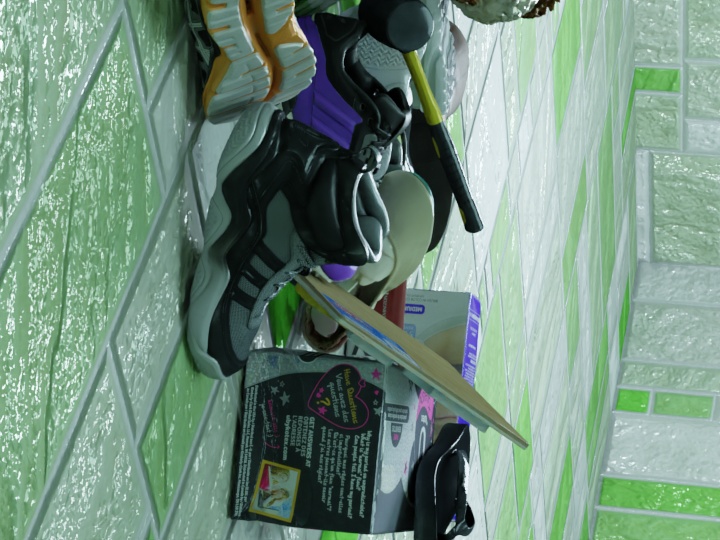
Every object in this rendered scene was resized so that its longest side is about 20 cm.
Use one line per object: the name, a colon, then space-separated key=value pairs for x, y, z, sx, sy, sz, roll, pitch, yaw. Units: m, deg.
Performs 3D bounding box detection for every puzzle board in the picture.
puzzle board: x=0.023 y=0.057 z=1.633 sx=0.017 sy=0.200 sz=0.151 roll=-52 pitch=-148 yaw=5

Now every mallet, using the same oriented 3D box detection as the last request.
mallet: x=0.056 y=-0.115 z=1.627 sx=0.201 sy=0.041 sz=0.066 roll=66 pitch=-11 yaw=-17

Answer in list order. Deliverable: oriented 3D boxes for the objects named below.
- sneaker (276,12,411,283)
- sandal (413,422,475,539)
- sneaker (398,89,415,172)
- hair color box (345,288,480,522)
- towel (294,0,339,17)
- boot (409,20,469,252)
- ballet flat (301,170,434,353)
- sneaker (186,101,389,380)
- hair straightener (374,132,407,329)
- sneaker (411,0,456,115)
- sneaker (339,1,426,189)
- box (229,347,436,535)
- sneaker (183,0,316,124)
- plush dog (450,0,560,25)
sneaker: x=-0.010 y=-0.091 z=1.605 sx=0.070 sy=0.099 sz=0.201 roll=-53 pitch=133 yaw=-73
sandal: x=0.073 y=0.171 z=1.743 sx=0.200 sy=0.043 sz=0.076 roll=-61 pitch=152 yaw=-66
sneaker: x=-0.003 y=-0.085 z=1.839 sx=0.083 sy=0.072 sz=0.201 roll=-43 pitch=142 yaw=-33
hair color box: x=0.041 y=0.117 z=1.950 sx=0.065 sy=0.109 sz=0.201 roll=29 pitch=66 yaw=-76
towel: x=0.043 y=-0.237 z=1.604 sx=0.149 sy=0.200 sz=0.031 roll=-28 pitch=89 yaw=-41
boot: x=0.069 y=-0.131 z=2.121 sx=0.200 sy=0.064 sz=0.187 roll=-65 pitch=158 yaw=-69
ballet flat: x=0.000 y=0.000 z=1.726 sx=0.200 sy=0.069 sz=0.070 roll=119 pitch=-11 yaw=-51
sneaker: x=-0.046 y=-0.006 z=1.467 sx=0.076 sy=0.113 sz=0.201 roll=-55 pitch=159 yaw=-64
hair straightener: x=0.019 y=-0.037 z=1.806 sx=0.077 sy=0.041 sz=0.201 roll=-84 pitch=172 yaw=-66
sneaker: x=0.035 y=-0.219 z=1.864 sx=0.075 sy=0.082 sz=0.201 roll=-73 pitch=163 yaw=-56
sneaker: x=-0.009 y=-0.123 z=1.708 sx=0.115 sy=0.075 sz=0.201 roll=-120 pitch=-127 yaw=-79
box: x=-0.014 y=0.132 z=1.698 sx=0.200 sy=0.114 sz=0.133 roll=26 pitch=69 yaw=-77
sneaker: x=-0.078 y=-0.163 z=1.423 sx=0.077 sy=0.078 sz=0.200 roll=61 pitch=-15 yaw=23
plush dog: x=0.110 y=-0.287 z=1.805 sx=0.200 sy=0.160 sz=0.173 roll=0 pitch=96 yaw=-50
